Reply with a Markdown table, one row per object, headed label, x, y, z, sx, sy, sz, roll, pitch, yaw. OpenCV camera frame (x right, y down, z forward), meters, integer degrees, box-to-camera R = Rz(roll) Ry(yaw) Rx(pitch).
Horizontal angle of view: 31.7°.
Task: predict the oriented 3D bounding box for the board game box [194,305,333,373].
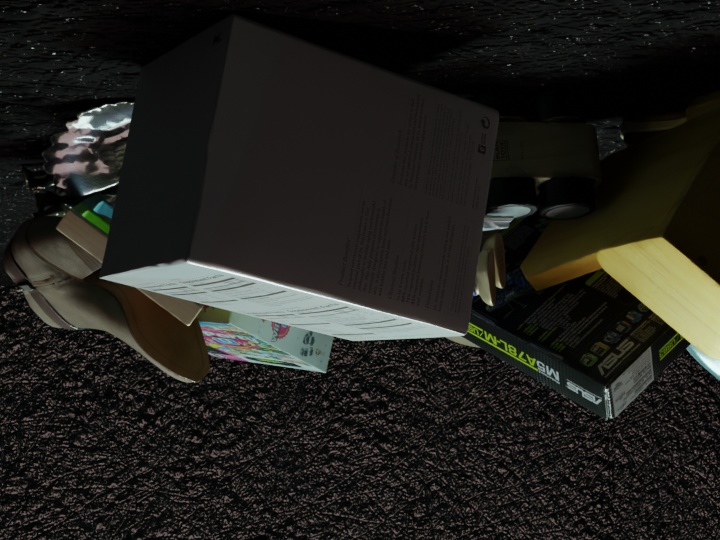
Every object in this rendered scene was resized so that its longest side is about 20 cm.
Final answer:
| label | x | y | z | sx | sy | sz | roll | pitch | yaw |
| --- | --- | --- | --- | --- | --- | --- | --- | --- | --- |
| board game box | -0.135 | 0.044 | 1.270 | 0.147 | 0.065 | 0.200 | 5 | 164 | 28 |

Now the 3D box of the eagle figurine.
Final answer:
| label | x | y | z | sx | sy | sz | roll | pitch | yaw |
| --- | --- | --- | --- | --- | --- | --- | --- | --- | --- |
| eagle figurine | -0.135 | -0.079 | 1.024 | 0.199 | 0.151 | 0.152 | 28 | 138 | 12 |

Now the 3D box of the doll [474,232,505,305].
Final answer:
| label | x | y | z | sx | sy | sz | roll | pitch | yaw |
| --- | --- | --- | --- | --- | --- | --- | --- | --- | --- |
| doll | 0.011 | 0.002 | 0.992 | 0.199 | 0.049 | 0.136 | -3 | -163 | 17 |

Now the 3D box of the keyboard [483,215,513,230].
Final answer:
| label | x | y | z | sx | sy | sz | roll | pitch | yaw |
| --- | --- | --- | --- | --- | --- | --- | --- | --- | --- |
| keyboard | 0.039 | -0.033 | 1.006 | 0.056 | 0.011 | 0.200 | 6 | 174 | -31 |

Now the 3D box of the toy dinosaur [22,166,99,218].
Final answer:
| label | x | y | z | sx | sy | sz | roll | pitch | yaw |
| --- | --- | --- | --- | --- | --- | --- | --- | --- | --- |
| toy dinosaur | -0.269 | -0.080 | 1.233 | 0.102 | 0.077 | 0.200 | -14 | 175 | -19 |

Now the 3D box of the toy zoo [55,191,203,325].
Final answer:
| label | x | y | z | sx | sy | sz | roll | pitch | yaw |
| --- | --- | --- | --- | --- | --- | --- | --- | --- | --- |
| toy zoo | -0.180 | -0.019 | 1.087 | 0.131 | 0.020 | 0.200 | 37 | -172 | -5 |

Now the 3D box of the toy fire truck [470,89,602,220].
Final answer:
| label | x | y | z | sx | sy | sz | roll | pitch | yaw |
| --- | --- | --- | --- | --- | --- | --- | --- | --- | --- |
| toy fire truck | 0.085 | -0.087 | 1.066 | 0.175 | 0.130 | 0.200 | -2 | 166 | -14 |

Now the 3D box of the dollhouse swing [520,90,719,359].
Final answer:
| label | x | y | z | sx | sy | sz | roll | pitch | yaw |
| --- | --- | --- | --- | --- | --- | --- | --- | --- | --- |
| dollhouse swing | 0.263 | -0.020 | 1.010 | 0.200 | 0.182 | 0.176 | -52 | -177 | -36 |

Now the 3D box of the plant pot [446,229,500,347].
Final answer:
| label | x | y | z | sx | sy | sz | roll | pitch | yaw |
| --- | --- | --- | --- | --- | --- | --- | --- | --- | --- |
| plant pot | 0.125 | -0.041 | 1.279 | 0.199 | 0.201 | 0.174 | -3 | 160 | 9 |

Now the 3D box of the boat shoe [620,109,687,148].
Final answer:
| label | x | y | z | sx | sy | sz | roll | pitch | yaw |
| --- | --- | --- | --- | --- | --- | --- | --- | --- | --- |
| boat shoe | 0.286 | -0.099 | 1.175 | 0.074 | 0.075 | 0.202 | -4 | 176 | 21 |

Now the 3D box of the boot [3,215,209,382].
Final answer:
| label | x | y | z | sx | sy | sz | roll | pitch | yaw |
| --- | --- | --- | --- | --- | --- | --- | --- | --- | --- |
| boot | -0.241 | 0.031 | 1.172 | 0.146 | 0.201 | 0.070 | -18 | -160 | 44 |

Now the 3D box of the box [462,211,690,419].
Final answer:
| label | x | y | z | sx | sy | sz | roll | pitch | yaw |
| --- | --- | --- | --- | --- | --- | --- | --- | --- | --- |
| box | 0.193 | 0.011 | 1.059 | 0.200 | 0.048 | 0.193 | -38 | -137 | -26 |

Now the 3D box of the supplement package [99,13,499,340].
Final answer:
| label | x | y | z | sx | sy | sz | roll | pitch | yaw |
| --- | --- | --- | --- | --- | --- | --- | --- | --- | --- |
| supplement package | -0.040 | -0.049 | 0.829 | 0.199 | 0.153 | 0.150 | 15 | 168 | -29 |

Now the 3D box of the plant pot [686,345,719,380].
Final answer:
| label | x | y | z | sx | sy | sz | roll | pitch | yaw |
| --- | --- | --- | --- | --- | --- | --- | --- | --- | --- |
| plant pot | 0.401 | 0.010 | 1.187 | 0.195 | 0.201 | 0.196 | -24 | -169 | 36 |
